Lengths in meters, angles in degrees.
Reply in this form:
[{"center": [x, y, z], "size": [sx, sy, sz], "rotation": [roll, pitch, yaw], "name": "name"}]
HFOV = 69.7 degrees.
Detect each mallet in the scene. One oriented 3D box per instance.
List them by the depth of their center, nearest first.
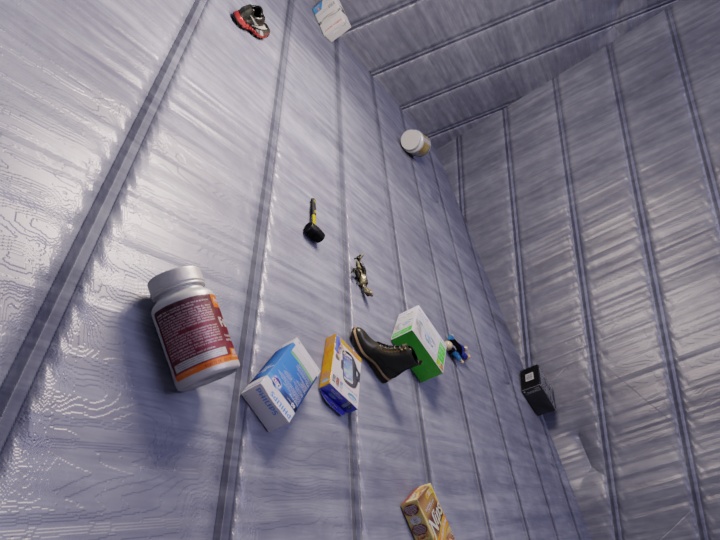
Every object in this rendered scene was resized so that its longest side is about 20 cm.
[{"center": [-0.142, -0.162, 1.649], "size": [0.066, 0.041, 0.200], "rotation": [47, 23, -28], "name": "mallet"}]

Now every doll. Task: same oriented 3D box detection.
[{"center": [0.412, 0.340, 2.213], "size": [0.200, 0.048, 0.137], "rotation": [32, 36, -50], "name": "doll"}]

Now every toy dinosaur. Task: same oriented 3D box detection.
[{"center": [0.000, 0.000, 1.747], "size": [0.088, 0.047, 0.200], "rotation": [57, 18, -49], "name": "toy dinosaur"}]

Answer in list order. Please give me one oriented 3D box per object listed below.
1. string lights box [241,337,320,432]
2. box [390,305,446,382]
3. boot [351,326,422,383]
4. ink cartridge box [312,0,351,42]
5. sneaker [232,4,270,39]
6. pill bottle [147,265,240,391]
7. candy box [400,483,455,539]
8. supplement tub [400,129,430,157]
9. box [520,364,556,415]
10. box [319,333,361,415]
[{"center": [-0.165, 0.240, 1.115], "size": [0.103, 0.059, 0.200], "rotation": [57, 23, -9], "name": "string lights box"}, {"center": [0.209, 0.258, 1.827], "size": [0.200, 0.097, 0.177], "rotation": [55, 26, -13], "name": "box"}, {"center": [0.078, 0.226, 1.532], "size": [0.200, 0.138, 0.077], "rotation": [53, 24, -18], "name": "boot"}, {"center": [-0.158, -1.397, 2.859], "size": [0.084, 0.145, 0.200], "rotation": [11, 55, -62], "name": "ink cartridge box"}, {"center": [-0.385, -0.932, 1.929], "size": [0.071, 0.098, 0.200], "rotation": [62, 22, 7], "name": "sneaker"}, {"center": [-0.300, 0.101, 0.920], "size": [0.114, 0.114, 0.200], "rotation": [1, 64, -64], "name": "pill bottle"}, {"center": [0.187, 0.680, 1.353], "size": [0.115, 0.055, 0.200], "rotation": [-1, 65, -64], "name": "candy box"}, {"center": [0.343, -0.794, 3.222], "size": [0.200, 0.145, 0.145], "rotation": [0, 64, -64], "name": "supplement tub"}, {"center": [1.025, 0.692, 2.991], "size": [0.198, 0.123, 0.200], "rotation": [55, 26, -13], "name": "box"}, {"center": [-0.050, 0.273, 1.342], "size": [0.119, 0.041, 0.200], "rotation": [49, 24, -28], "name": "box"}]
